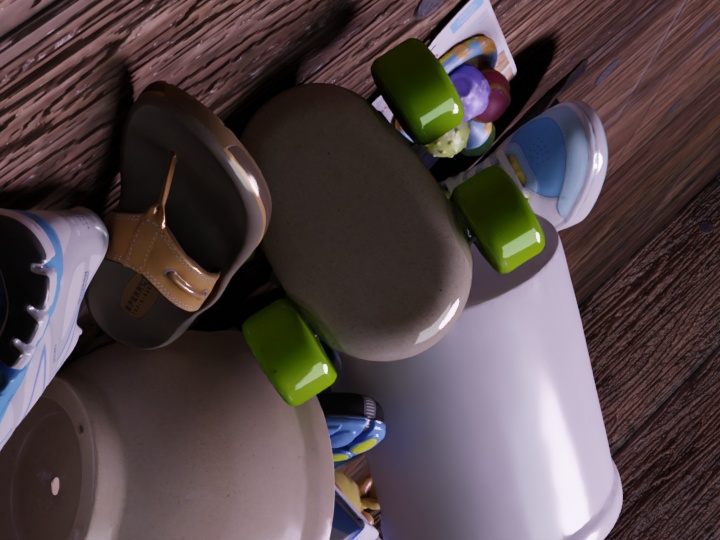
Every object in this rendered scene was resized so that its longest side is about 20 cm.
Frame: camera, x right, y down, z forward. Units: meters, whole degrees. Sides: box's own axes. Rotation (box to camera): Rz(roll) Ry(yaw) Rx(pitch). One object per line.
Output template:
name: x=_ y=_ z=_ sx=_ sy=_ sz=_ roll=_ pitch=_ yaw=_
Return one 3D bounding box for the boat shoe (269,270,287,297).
boat shoe: x=0.000 y=0.000 z=1.014 sx=0.073 sy=0.062 sz=0.200 roll=-50 pitch=167 yaw=22

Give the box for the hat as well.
hat: x=0.144 y=-0.082 z=1.087 sx=0.201 sy=0.081 sz=0.201 roll=-46 pitch=180 yaw=0

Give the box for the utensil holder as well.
utensil holder: x=0.075 y=0.081 z=0.860 sx=0.170 sy=0.169 sz=0.201 roll=-35 pitch=121 yaw=-37

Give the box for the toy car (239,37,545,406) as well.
toy car: x=-0.004 y=-0.025 z=0.765 sx=0.164 sy=0.158 sz=0.200 roll=-32 pitch=179 yaw=-1

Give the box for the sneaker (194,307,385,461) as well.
sneaker: x=-0.057 y=0.067 z=0.830 sx=0.071 sy=0.199 sz=0.083 roll=30 pitch=82 yaw=-39

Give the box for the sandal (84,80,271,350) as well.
sandal: x=-0.099 y=-0.009 z=0.619 sx=0.054 sy=0.080 sz=0.200 roll=-56 pitch=-179 yaw=-39

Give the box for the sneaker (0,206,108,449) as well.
sneaker: x=-0.173 y=0.049 z=0.601 sx=0.200 sy=0.075 sz=0.087 roll=-51 pitch=172 yaw=26

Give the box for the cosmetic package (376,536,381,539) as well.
cosmetic package: x=-0.033 y=0.584 z=2.459 sx=0.200 sy=0.199 sz=0.123 roll=-42 pitch=168 yaw=-14

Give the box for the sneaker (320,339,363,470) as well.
sneaker: x=-0.041 y=0.083 z=0.972 sx=0.076 sy=0.081 sz=0.200 roll=-25 pitch=-162 yaw=2

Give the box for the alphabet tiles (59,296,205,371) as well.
alphabet tiles: x=-0.156 y=0.056 z=0.820 sx=0.200 sy=0.008 sz=0.167 roll=-52 pitch=166 yaw=30

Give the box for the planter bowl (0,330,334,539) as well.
planter bowl: x=-0.131 y=0.126 z=0.730 sx=0.134 sy=0.201 sz=0.200 roll=13 pitch=125 yaw=-44

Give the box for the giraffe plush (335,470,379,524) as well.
giraffe plush: x=-0.072 y=0.205 z=1.203 sx=0.173 sy=0.162 sz=0.200 roll=-51 pitch=166 yaw=25

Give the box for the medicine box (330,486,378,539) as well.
medicine box: x=-0.087 y=0.168 z=0.992 sx=0.103 sy=0.182 sz=0.200 roll=-44 pitch=167 yaw=-6

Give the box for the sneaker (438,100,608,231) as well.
sneaker: x=0.082 y=-0.047 z=0.921 sx=0.130 sy=0.080 sz=0.200 roll=-12 pitch=158 yaw=-29

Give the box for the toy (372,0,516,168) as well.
toy: x=0.073 y=-0.115 z=0.915 sx=0.115 sy=0.047 sz=0.200 roll=-47 pitch=168 yaw=4
